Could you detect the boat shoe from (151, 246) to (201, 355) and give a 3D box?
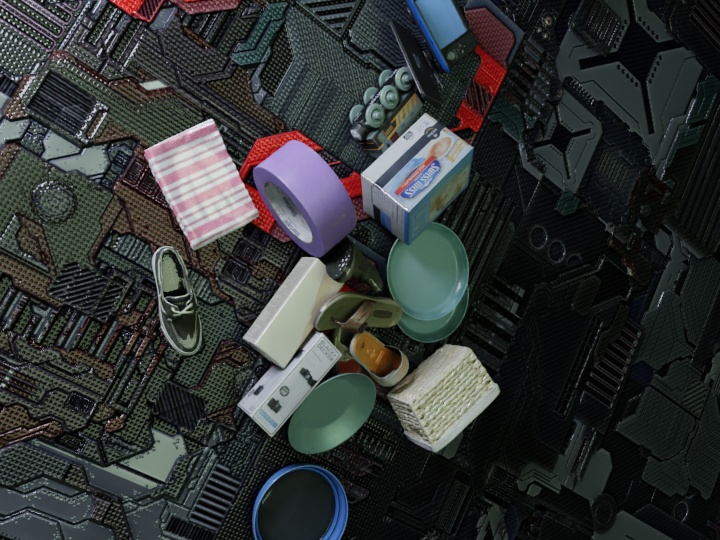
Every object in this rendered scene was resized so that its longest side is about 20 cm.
[{"bbox_3d":[-0.329,0.058,1.179,0.070,0.063,0.204,-17,99,-23],"label":"boat shoe"}]

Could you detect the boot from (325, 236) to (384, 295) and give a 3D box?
[{"bbox_3d":[0.000,0.000,1.266,0.130,0.200,0.068,42,102,-16],"label":"boot"}]

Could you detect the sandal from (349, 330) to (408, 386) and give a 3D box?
[{"bbox_3d":[0.050,0.187,1.329,0.206,0.059,0.080,40,73,-48],"label":"sandal"}]

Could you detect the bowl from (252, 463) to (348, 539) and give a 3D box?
[{"bbox_3d":[-0.121,0.483,1.304,0.197,0.039,0.205,-1,92,-25],"label":"bowl"}]

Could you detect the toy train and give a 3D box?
[{"bbox_3d":[0.060,-0.325,1.346,0.201,0.085,0.114,-53,124,-18],"label":"toy train"}]

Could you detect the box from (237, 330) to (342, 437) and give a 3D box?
[{"bbox_3d":[-0.134,0.207,1.247,0.060,0.116,0.201,46,73,-16],"label":"box"}]

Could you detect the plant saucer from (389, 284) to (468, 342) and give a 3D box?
[{"bbox_3d":[0.145,0.052,1.423,0.196,0.027,0.205,-1,92,-26],"label":"plant saucer"}]

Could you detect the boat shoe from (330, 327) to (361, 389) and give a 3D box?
[{"bbox_3d":[-0.024,0.146,1.327,0.070,0.062,0.205,-3,94,-27],"label":"boat shoe"}]

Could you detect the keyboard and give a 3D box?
[{"bbox_3d":[0.123,-0.417,1.351,0.126,0.020,0.203,8,57,-50],"label":"keyboard"}]

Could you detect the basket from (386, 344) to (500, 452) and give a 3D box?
[{"bbox_3d":[0.170,0.260,1.384,0.199,0.135,0.125,-36,102,-19],"label":"basket"}]

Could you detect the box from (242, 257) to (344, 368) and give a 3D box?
[{"bbox_3d":[-0.129,0.077,1.260,0.078,0.095,0.201,41,77,-21],"label":"box"}]

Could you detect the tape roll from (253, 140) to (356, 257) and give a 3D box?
[{"bbox_3d":[-0.102,-0.129,1.206,0.085,0.199,0.201,-41,107,-19],"label":"tape roll"}]

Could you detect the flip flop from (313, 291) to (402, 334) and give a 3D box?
[{"bbox_3d":[0.002,0.090,1.257,0.197,0.058,0.082,6,121,-33],"label":"flip flop"}]

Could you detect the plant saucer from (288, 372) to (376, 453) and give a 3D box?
[{"bbox_3d":[-0.061,0.272,1.296,0.198,0.039,0.204,-20,132,-24],"label":"plant saucer"}]

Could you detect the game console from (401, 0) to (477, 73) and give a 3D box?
[{"bbox_3d":[0.169,-0.525,1.366,0.170,0.118,0.202,-38,107,-19],"label":"game console"}]

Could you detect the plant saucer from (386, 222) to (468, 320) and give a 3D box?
[{"bbox_3d":[0.138,0.001,1.381,0.196,0.027,0.205,-1,93,-25],"label":"plant saucer"}]

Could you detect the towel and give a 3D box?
[{"bbox_3d":[-0.289,-0.157,1.212,0.145,0.030,0.203,-30,104,-20],"label":"towel"}]

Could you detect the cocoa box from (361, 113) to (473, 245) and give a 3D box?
[{"bbox_3d":[0.114,-0.181,1.318,0.131,0.134,0.200,39,72,21],"label":"cocoa box"}]
